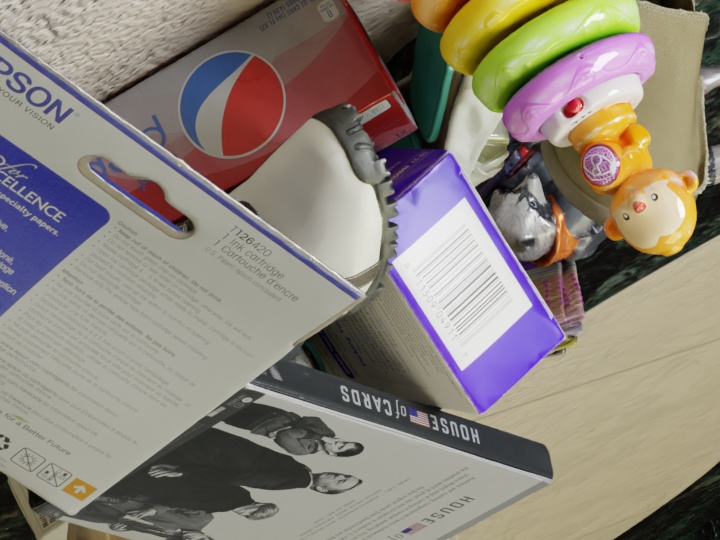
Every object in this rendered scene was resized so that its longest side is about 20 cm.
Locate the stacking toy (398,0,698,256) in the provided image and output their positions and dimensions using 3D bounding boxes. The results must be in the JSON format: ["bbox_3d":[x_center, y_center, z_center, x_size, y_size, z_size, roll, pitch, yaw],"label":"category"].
[{"bbox_3d":[0.080,-0.093,1.160,0.116,0.201,0.110,-33,165,21],"label":"stacking toy"}]

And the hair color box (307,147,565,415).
[{"bbox_3d":[0.000,0.000,1.333,0.065,0.110,0.200,-41,-158,-22],"label":"hair color box"}]

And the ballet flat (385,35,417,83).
[{"bbox_3d":[0.056,-0.112,1.366,0.066,0.057,0.200,8,156,-25],"label":"ballet flat"}]

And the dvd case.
[{"bbox_3d":[-0.031,0.097,1.306,0.199,0.025,0.150,20,141,-41],"label":"dvd case"}]

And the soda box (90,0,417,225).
[{"bbox_3d":[-0.079,-0.050,1.270,0.199,0.070,0.063,-30,164,4],"label":"soda box"}]

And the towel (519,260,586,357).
[{"bbox_3d":[0.057,0.018,1.627,0.143,0.023,0.200,-16,-161,6],"label":"towel"}]

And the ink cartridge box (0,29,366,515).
[{"bbox_3d":[-0.132,-0.004,1.149,0.200,0.197,0.047,-38,-152,32],"label":"ink cartridge box"}]

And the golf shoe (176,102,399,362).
[{"bbox_3d":[-0.054,0.004,1.217,0.094,0.078,0.200,-14,154,-36],"label":"golf shoe"}]

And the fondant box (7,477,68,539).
[{"bbox_3d":[-0.104,0.096,1.753,0.199,0.058,0.144,-32,166,16],"label":"fondant box"}]

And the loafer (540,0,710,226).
[{"bbox_3d":[0.128,-0.096,1.340,0.076,0.201,0.068,11,132,-16],"label":"loafer"}]

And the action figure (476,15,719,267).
[{"bbox_3d":[0.149,-0.068,1.590,0.193,0.105,0.200,-32,170,-27],"label":"action figure"}]

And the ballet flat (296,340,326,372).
[{"bbox_3d":[-0.086,0.037,1.390,0.071,0.072,0.200,-23,-159,-21],"label":"ballet flat"}]

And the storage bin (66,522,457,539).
[{"bbox_3d":[-0.051,0.141,1.516,0.197,0.094,0.200,-11,-166,-2],"label":"storage bin"}]

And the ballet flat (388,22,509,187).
[{"bbox_3d":[0.047,-0.071,1.320,0.069,0.070,0.200,-23,163,-21],"label":"ballet flat"}]
